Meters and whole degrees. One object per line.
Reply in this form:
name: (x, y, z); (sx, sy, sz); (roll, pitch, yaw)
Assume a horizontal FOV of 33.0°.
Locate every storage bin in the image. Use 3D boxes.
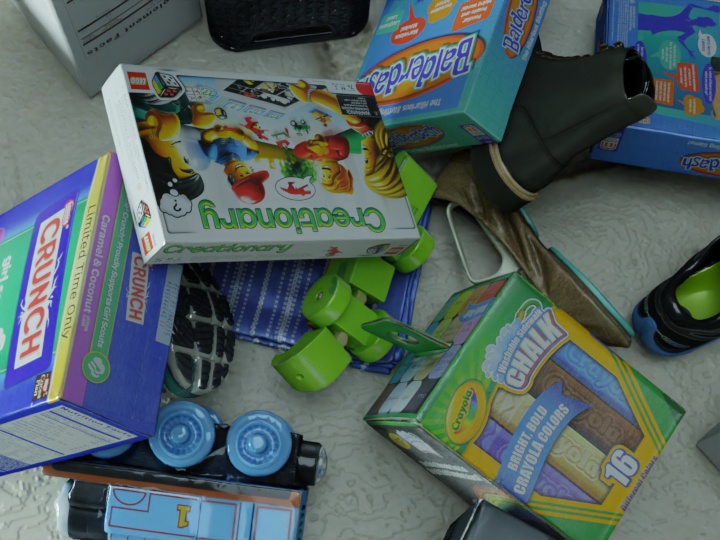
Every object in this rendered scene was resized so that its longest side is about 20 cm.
storage bin: (-0.069, -0.293, 0.987); (0.135, 0.094, 0.200); (-8, 74, -5)

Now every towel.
towel: (-0.052, -0.009, 0.936); (0.200, 0.024, 0.145); (13, 72, 1)

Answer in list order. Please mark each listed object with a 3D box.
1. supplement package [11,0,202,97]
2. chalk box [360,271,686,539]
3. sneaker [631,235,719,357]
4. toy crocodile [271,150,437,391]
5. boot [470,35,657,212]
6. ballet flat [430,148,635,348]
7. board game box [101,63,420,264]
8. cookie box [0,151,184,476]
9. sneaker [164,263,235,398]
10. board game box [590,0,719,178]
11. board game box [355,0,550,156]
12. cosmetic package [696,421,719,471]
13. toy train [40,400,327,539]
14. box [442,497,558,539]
supplement package: (-0.206, -0.245, 0.908); (0.120, 0.200, 0.121); (-38, 79, -12)
chalk box: (0.092, 0.086, 0.837); (0.200, 0.124, 0.124); (40, 75, -9)
sneaker: (0.299, 0.002, 0.918); (0.199, 0.083, 0.071); (-26, 75, -14)
toy crocodile: (0.000, 0.000, 0.898); (0.067, 0.062, 0.200); (37, 65, -30)
boot: (0.156, -0.147, 0.906); (0.077, 0.138, 0.200); (33, 42, -32)
ballet flat: (0.120, -0.004, 0.925); (0.072, 0.068, 0.200); (-38, 77, 1)
board game box: (-0.062, -0.069, 0.807); (0.200, 0.035, 0.126); (-3, 67, -37)
cookie box: (-0.208, 0.036, 0.814); (0.075, 0.200, 0.171); (28, 57, -37)
sneaker: (-0.152, 0.016, 0.886); (0.080, 0.077, 0.200); (-40, 53, 16)
board game box: (0.285, -0.142, 0.954); (0.200, 0.045, 0.152); (9, 56, 2)
board game box: (0.072, -0.187, 0.935); (0.045, 0.152, 0.200); (32, 69, -34)
cosmetic package: (0.361, 0.099, 0.898); (0.200, 0.071, 0.101); (-37, 78, -13)
toy train: (-0.125, 0.149, 0.853); (0.200, 0.087, 0.115); (7, 81, 1)
box: (0.141, 0.240, 0.808); (0.200, 0.141, 0.079); (28, 74, 5)
